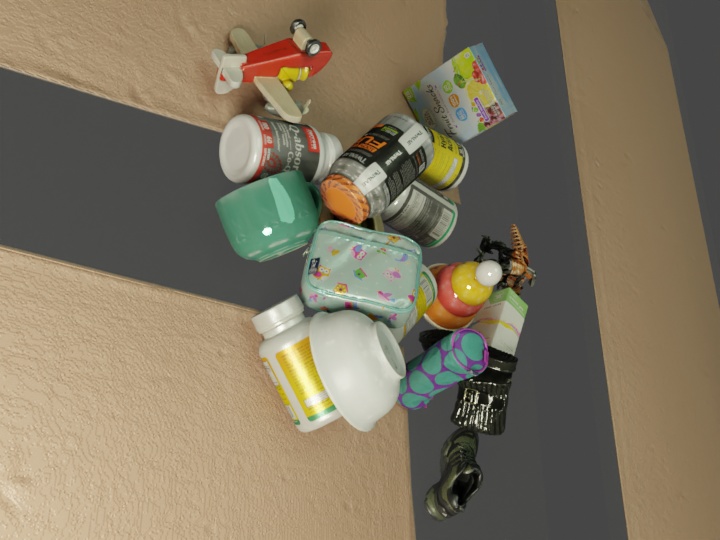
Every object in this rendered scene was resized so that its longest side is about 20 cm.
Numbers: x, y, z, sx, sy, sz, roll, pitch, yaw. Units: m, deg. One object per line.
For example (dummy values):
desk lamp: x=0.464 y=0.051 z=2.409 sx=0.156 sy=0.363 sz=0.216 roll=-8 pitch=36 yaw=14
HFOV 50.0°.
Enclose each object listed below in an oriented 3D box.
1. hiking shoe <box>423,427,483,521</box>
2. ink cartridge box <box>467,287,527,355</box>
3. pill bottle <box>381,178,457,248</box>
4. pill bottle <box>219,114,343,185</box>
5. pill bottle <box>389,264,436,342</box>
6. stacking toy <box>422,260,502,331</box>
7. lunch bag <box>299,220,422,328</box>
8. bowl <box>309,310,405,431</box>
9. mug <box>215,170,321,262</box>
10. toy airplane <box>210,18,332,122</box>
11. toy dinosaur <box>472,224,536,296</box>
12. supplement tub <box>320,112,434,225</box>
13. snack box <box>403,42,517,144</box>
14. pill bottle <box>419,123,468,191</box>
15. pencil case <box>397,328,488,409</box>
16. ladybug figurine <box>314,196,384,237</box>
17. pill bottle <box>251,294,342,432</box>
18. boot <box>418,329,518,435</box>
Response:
hiking shoe: x=0.194 y=0.369 z=1.416 sx=0.076 sy=0.101 sz=0.200 roll=45 pitch=47 yaw=-20
ink cartridge box: x=0.254 y=0.139 z=1.558 sx=0.067 sy=0.117 sz=0.200 roll=44 pitch=48 yaw=-22
pill bottle: x=0.087 y=-0.133 z=1.521 sx=0.200 sy=0.113 sz=0.113 roll=29 pitch=55 yaw=-31
pill bottle: x=-0.134 y=-0.203 z=1.344 sx=0.200 sy=0.116 sz=0.116 roll=-1 pitch=73 yaw=-43
pill bottle: x=0.046 y=0.071 z=1.387 sx=0.113 sy=0.113 sz=0.200 roll=55 pitch=45 yaw=-10
stacking toy: x=0.212 y=0.028 z=1.497 sx=0.146 sy=0.200 sz=0.147 roll=11 pitch=66 yaw=-25
lunch bag: x=0.000 y=0.000 z=1.289 sx=0.199 sy=0.077 sz=0.161 roll=14 pitch=58 yaw=-4
bowl: x=0.009 y=0.140 z=1.202 sx=0.201 sy=0.090 sz=0.201 roll=54 pitch=19 yaw=-28
mug: x=-0.131 y=-0.087 z=1.261 sx=0.185 sy=0.152 sz=0.115 roll=-21 pitch=89 yaw=-16
toy airplane: x=-0.167 y=-0.347 z=1.371 sx=0.199 sy=0.141 sz=0.200 roll=14 pitch=57 yaw=7
toy dinosaur: x=0.317 y=-0.021 z=1.667 sx=0.102 sy=0.135 sz=0.201 roll=-45 pitch=147 yaw=-59
supplement tub: x=0.028 y=-0.177 z=1.359 sx=0.200 sy=0.122 sz=0.123 roll=-46 pitch=106 yaw=-29
snack box: x=0.214 y=-0.368 z=1.678 sx=0.068 sy=0.200 sz=0.169 roll=-32 pitch=94 yaw=-45
pill bottle: x=0.120 y=-0.244 z=1.602 sx=0.200 sy=0.111 sz=0.112 roll=16 pitch=62 yaw=-37
pencil case: x=0.141 y=0.180 z=1.377 sx=0.092 sy=0.200 sz=0.085 roll=33 pitch=48 yaw=-16
ladybug figurine: x=-0.025 y=-0.067 z=1.409 sx=0.135 sy=0.072 sz=0.201 roll=8 pitch=69 yaw=-24
pill bottle: x=-0.094 y=0.145 z=1.236 sx=0.113 sy=0.113 sz=0.200 roll=-30 pitch=93 yaw=-46
boot: x=0.192 y=0.213 z=1.476 sx=0.079 sy=0.211 sz=0.158 roll=-13 pitch=118 yaw=-54
